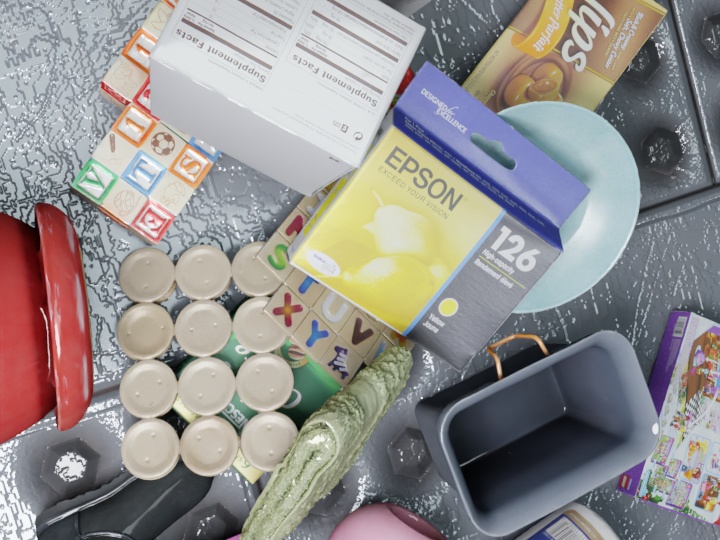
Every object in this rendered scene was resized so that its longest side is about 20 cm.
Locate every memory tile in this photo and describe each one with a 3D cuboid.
[{"bbox_3d":[-0.132,0.074,0.798,0.152,0.017,0.202,-4,75,-1],"label":"memory tile"}]

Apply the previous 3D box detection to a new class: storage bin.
[{"bbox_3d":[0.145,0.131,0.868,0.199,0.134,0.146,-24,97,-16],"label":"storage bin"}]

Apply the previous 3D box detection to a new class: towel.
[{"bbox_3d":[-0.029,0.156,0.777,0.036,0.201,0.148,38,37,12],"label":"towel"}]

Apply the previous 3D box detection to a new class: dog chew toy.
[{"bbox_3d":[0.001,0.313,0.837,0.124,0.125,0.201,30,90,-15],"label":"dog chew toy"}]

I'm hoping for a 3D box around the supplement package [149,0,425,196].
[{"bbox_3d":[-0.066,-0.147,0.700,0.155,0.200,0.111,27,83,-11],"label":"supplement package"}]

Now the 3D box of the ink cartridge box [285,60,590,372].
[{"bbox_3d":[0.073,-0.038,0.802,0.197,0.047,0.200,33,106,-19],"label":"ink cartridge box"}]

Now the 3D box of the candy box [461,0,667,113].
[{"bbox_3d":[0.192,-0.206,0.909,0.115,0.055,0.200,38,79,0],"label":"candy box"}]

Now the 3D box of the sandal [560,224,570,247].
[{"bbox_3d":[0.162,-0.053,0.910,0.206,0.059,0.080,27,83,-16],"label":"sandal"}]

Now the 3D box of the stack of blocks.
[{"bbox_3d":[-0.169,-0.136,0.809,0.115,0.059,0.201,35,81,-14],"label":"stack of blocks"}]

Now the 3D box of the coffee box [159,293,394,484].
[{"bbox_3d":[-0.073,0.079,0.847,0.200,0.044,0.123,-45,101,-12],"label":"coffee box"}]

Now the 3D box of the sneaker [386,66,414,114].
[{"bbox_3d":[0.032,-0.146,0.862,0.200,0.077,0.085,45,67,-10],"label":"sneaker"}]

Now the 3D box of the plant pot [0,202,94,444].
[{"bbox_3d":[-0.299,0.044,0.699,0.181,0.200,0.202,-5,92,-19],"label":"plant pot"}]

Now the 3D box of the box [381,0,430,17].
[{"bbox_3d":[-0.036,-0.296,0.774,0.197,0.200,0.132,8,89,-16],"label":"box"}]

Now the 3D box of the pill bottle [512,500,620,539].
[{"bbox_3d":[0.157,0.318,0.885,0.199,0.111,0.111,-30,99,-14],"label":"pill bottle"}]

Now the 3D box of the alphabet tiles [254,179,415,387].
[{"bbox_3d":[0.000,0.000,0.848,0.166,0.006,0.200,45,55,-12],"label":"alphabet tiles"}]

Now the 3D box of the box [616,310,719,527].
[{"bbox_3d":[0.363,0.159,0.984,0.136,0.039,0.201,21,84,-15],"label":"box"}]

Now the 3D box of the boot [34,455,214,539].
[{"bbox_3d":[-0.169,0.252,0.740,0.164,0.200,0.066,-26,129,-8],"label":"boot"}]

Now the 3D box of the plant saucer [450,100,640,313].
[{"bbox_3d":[0.154,-0.059,0.852,0.199,0.039,0.202,-4,114,-9],"label":"plant saucer"}]

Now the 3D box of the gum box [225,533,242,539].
[{"bbox_3d":[-0.109,0.327,0.777,0.113,0.066,0.201,-19,54,-16],"label":"gum box"}]
